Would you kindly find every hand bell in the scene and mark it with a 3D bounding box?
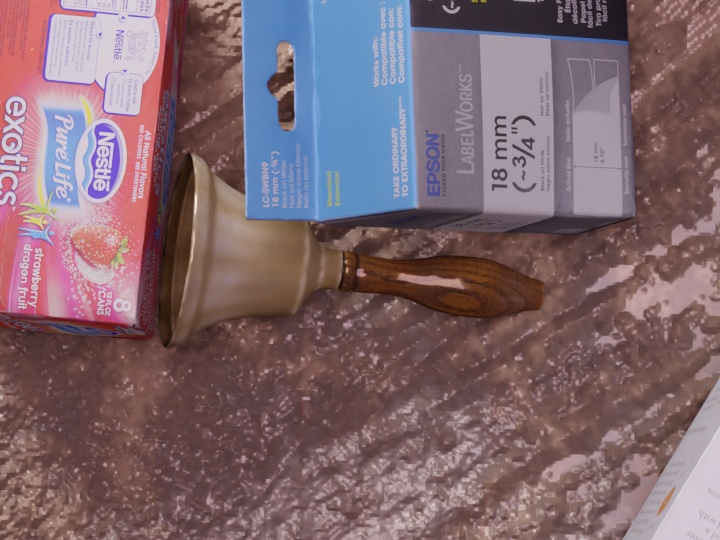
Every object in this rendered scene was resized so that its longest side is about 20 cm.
[{"bbox_3d":[0.000,0.000,1.495,0.200,0.104,0.104,6,84,-12],"label":"hand bell"}]

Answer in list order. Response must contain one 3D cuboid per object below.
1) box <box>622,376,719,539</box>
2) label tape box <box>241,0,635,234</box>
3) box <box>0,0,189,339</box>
[{"bbox_3d":[0.218,0.109,1.436,0.106,0.152,0.200,31,86,3],"label":"box"},{"bbox_3d":[0.042,-0.095,1.463,0.200,0.063,0.144,1,83,-27],"label":"label tape box"},{"bbox_3d":[-0.151,-0.068,1.485,0.100,0.095,0.200,5,84,3],"label":"box"}]
